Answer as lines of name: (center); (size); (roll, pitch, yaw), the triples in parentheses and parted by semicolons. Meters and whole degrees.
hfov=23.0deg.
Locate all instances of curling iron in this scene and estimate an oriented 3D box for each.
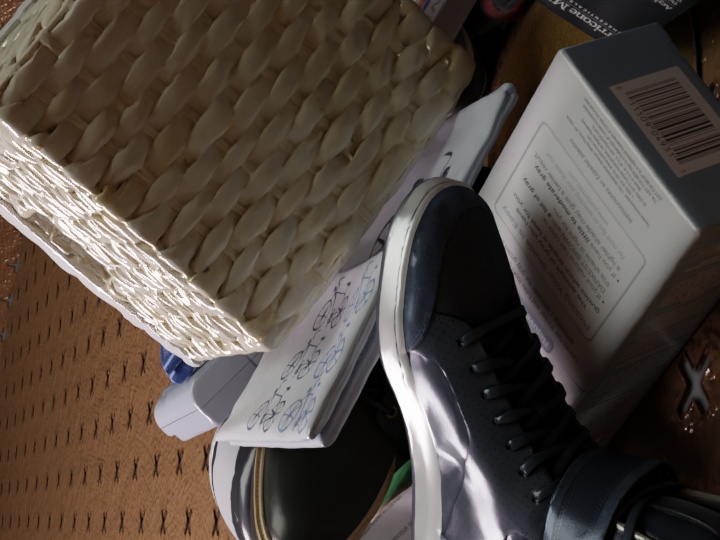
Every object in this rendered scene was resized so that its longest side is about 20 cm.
curling iron: (0.086, -0.154, 0.969); (0.050, 0.026, 0.200); (-43, 1, -13)

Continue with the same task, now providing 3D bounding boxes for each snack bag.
snack bag: (0.000, 0.000, 0.878); (0.201, 0.021, 0.188); (-61, 11, -13)

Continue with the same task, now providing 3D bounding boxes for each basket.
basket: (-0.078, -0.085, 0.897); (0.201, 0.198, 0.161); (-53, 16, -16)

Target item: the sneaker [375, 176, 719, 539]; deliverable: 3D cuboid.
sneaker: (0.084, 0.064, 0.715); (0.145, 0.077, 0.205); (7, 113, 42)

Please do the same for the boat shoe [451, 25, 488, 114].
boat shoe: (0.042, -0.113, 1.064); (0.076, 0.060, 0.200); (-53, 21, 5)

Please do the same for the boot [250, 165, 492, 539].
boot: (0.008, 0.046, 0.909); (0.139, 0.077, 0.202); (122, 170, -62)

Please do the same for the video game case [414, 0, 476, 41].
video game case: (0.046, -0.196, 1.049); (0.144, 0.018, 0.200); (-59, 19, 3)

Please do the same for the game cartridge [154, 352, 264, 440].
game cartridge: (-0.047, 0.025, 1.139); (0.200, 0.042, 0.133); (-46, 1, -21)

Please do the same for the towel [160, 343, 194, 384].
towel: (-0.089, -0.028, 1.136); (0.147, 0.024, 0.200); (-52, 24, 15)

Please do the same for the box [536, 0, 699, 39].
box: (0.073, -0.191, 0.732); (0.079, 0.199, 0.141); (-63, 11, -22)

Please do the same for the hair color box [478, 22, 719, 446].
hair color box: (0.097, 0.000, 0.780); (0.099, 0.060, 0.201); (56, 144, 23)

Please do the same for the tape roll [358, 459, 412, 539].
tape roll: (0.021, 0.174, 0.889); (0.201, 0.048, 0.201); (-50, 13, 16)

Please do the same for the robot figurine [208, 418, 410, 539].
robot figurine: (-0.028, 0.127, 1.081); (0.150, 0.125, 0.200); (-41, 12, -7)

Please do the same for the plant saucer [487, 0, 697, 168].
plant saucer: (0.104, -0.067, 0.880); (0.200, 0.035, 0.203); (-174, 90, -73)
